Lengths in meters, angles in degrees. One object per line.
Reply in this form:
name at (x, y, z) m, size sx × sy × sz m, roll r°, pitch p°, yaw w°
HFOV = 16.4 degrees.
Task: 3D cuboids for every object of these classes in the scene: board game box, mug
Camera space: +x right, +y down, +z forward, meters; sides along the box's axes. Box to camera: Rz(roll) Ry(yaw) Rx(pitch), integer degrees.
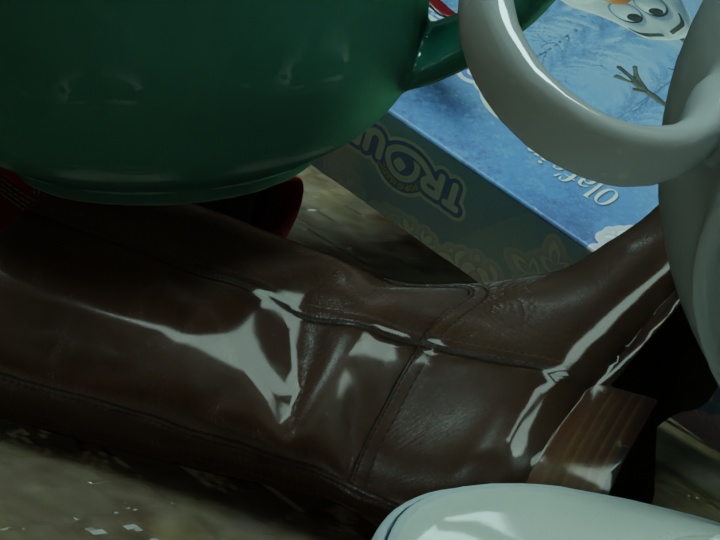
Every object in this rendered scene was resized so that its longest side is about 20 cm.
board game box at (0.106, -0.047, 0.832) m, size 0.200 × 0.043 × 0.199 m, roll 35°, pitch 45°, yaw 22°
mug at (-0.044, -0.082, 0.680) m, size 0.185 × 0.115 × 0.152 m, roll 15°, pitch 25°, yaw 37°

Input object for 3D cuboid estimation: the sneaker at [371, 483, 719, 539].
sneaker at (0.098, 0.080, 0.541) m, size 0.200 × 0.071 × 0.073 m, roll 15°, pitch 50°, yaw 5°

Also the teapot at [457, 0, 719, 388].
teapot at (0.144, -0.007, 0.571) m, size 0.200 × 0.198 × 0.146 m, roll 0°, pitch 31°, yaw 35°

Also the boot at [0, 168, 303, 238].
boot at (-0.095, -0.048, 0.810) m, size 0.144 × 0.072 × 0.200 m, roll 8°, pitch 28°, yaw -14°

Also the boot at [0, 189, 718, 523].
boot at (0.000, 0.000, 0.698) m, size 0.200 × 0.064 × 0.186 m, roll 15°, pitch 36°, yaw 19°

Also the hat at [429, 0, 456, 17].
hat at (-0.034, -0.163, 0.866) m, size 0.176 × 0.200 × 0.166 m, roll 16°, pitch -21°, yaw -7°
